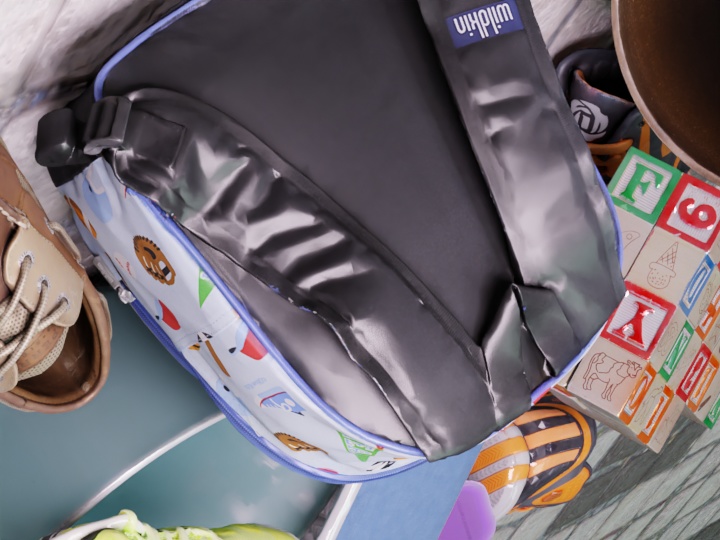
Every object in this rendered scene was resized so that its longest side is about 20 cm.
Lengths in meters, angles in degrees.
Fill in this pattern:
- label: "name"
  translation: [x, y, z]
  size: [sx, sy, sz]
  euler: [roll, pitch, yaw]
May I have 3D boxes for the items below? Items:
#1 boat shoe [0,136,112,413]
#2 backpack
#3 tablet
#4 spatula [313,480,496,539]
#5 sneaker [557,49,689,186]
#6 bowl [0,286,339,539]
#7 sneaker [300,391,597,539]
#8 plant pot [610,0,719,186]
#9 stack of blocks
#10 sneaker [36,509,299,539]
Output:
- label: "boat shoe"
  translation: [-0.131, 0.003, 0.904]
  size: [0.076, 0.072, 0.200]
  euler: [-43, 162, -1]
- label: "backpack"
  translation: [-0.005, -0.018, 0.941]
  size: [0.200, 0.191, 0.154]
  euler: [-36, 177, -22]
- label: "tablet"
  translation: [0.043, 0.047, 1.141]
  size: [0.201, 0.014, 0.130]
  euler: [-64, 157, 6]
- label: "spatula"
  translation: [-0.031, 0.126, 1.263]
  size: [0.057, 0.199, 0.021]
  euler: [70, 26, -45]
- label: "sneaker"
  translation: [0.093, -0.047, 1.278]
  size: [0.200, 0.077, 0.112]
  euler: [-36, 151, -27]
- label: "bowl"
  translation: [-0.108, 0.083, 1.066]
  size: [0.200, 0.105, 0.201]
  euler: [-34, 155, -18]
- label: "sneaker"
  translation: [0.048, 0.119, 1.337]
  size: [0.112, 0.078, 0.199]
  euler: [-8, 169, -46]
- label: "plant pot"
  translation: [0.229, -0.135, 1.247]
  size: [0.187, 0.187, 0.200]
  euler: [-49, 175, 15]
- label: "stack of blocks"
  translation: [0.147, 0.025, 1.252]
  size: [0.116, 0.058, 0.200]
  euler: [-61, 160, -3]
- label: "sneaker"
  translation: [-0.081, 0.130, 0.963]
  size: [0.199, 0.075, 0.077]
  euler: [-13, 145, -50]
